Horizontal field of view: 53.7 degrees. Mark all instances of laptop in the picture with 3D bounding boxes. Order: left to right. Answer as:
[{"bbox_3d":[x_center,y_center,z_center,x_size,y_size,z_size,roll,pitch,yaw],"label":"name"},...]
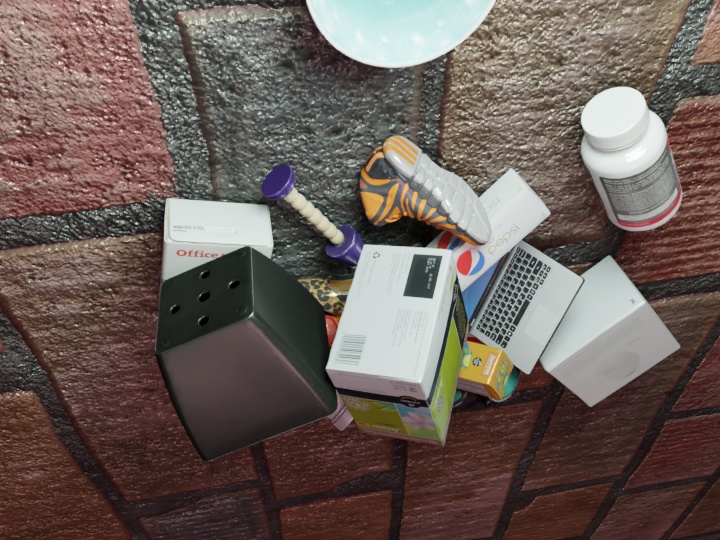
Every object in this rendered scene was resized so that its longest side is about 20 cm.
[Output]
[{"bbox_3d":[0.208,0.047,1.120,0.115,0.199,0.189,-14,133,-53],"label":"laptop"}]

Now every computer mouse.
[{"bbox_3d":[0.171,0.207,1.341,0.046,0.141,0.200,-37,180,-13],"label":"computer mouse"}]

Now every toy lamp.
[{"bbox_3d":[-0.058,-0.070,0.999,0.058,0.059,0.200,-28,135,18],"label":"toy lamp"}]

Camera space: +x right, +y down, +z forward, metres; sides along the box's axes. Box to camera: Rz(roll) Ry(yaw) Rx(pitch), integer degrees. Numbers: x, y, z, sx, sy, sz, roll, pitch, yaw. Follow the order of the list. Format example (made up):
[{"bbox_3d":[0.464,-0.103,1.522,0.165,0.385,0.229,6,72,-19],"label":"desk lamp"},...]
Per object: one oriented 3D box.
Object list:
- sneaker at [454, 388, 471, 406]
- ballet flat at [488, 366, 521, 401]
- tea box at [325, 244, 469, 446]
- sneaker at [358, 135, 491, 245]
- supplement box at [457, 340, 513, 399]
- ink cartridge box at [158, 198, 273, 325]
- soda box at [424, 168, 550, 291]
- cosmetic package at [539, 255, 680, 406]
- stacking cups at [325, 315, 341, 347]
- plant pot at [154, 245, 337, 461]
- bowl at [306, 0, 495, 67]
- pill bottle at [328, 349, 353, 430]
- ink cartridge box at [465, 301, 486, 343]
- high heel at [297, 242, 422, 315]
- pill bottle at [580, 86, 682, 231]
[{"bbox_3d":[0.146,0.201,1.253,0.087,0.076,0.199,-6,172,-33],"label":"sneaker"},{"bbox_3d":[0.253,0.172,1.276,0.073,0.200,0.075,19,128,26],"label":"ballet flat"},{"bbox_3d":[0.061,0.104,0.981,0.132,0.202,0.198,4,145,21],"label":"tea box"},{"bbox_3d":[0.082,-0.089,0.981,0.199,0.078,0.112,40,132,-11],"label":"sneaker"},{"bbox_3d":[0.140,0.145,1.147,0.198,0.067,0.069,11,154,33],"label":"supplement box"},{"bbox_3d":[-0.211,-0.001,1.013,0.142,0.085,0.201,2,139,-18],"label":"ink cartridge box"},{"bbox_3d":[0.174,-0.049,1.038,0.063,0.068,0.200,37,109,-28],"label":"soda box"},{"bbox_3d":[0.425,0.113,1.268,0.199,0.124,0.199,-38,136,16],"label":"cosmetic package"},{"bbox_3d":[-0.035,0.101,1.127,0.060,0.061,0.200,-28,167,18],"label":"stacking cups"},{"bbox_3d":[-0.161,0.090,0.932,0.197,0.201,0.178,-21,130,8],"label":"plant pot"},{"bbox_3d":[0.035,-0.317,0.697,0.198,0.106,0.202,-7,140,-6],"label":"bowl"},{"bbox_3d":[-0.085,0.159,1.111,0.199,0.104,0.105,39,128,1],"label":"pill bottle"},{"bbox_3d":[0.165,0.099,1.261,0.197,0.044,0.175,4,136,-19],"label":"ink cartridge box"},{"bbox_3d":[0.000,0.000,1.105,0.197,0.072,0.144,13,116,-15],"label":"high heel"},{"bbox_3d":[0.367,-0.151,0.971,0.110,0.112,0.200,-27,138,17],"label":"pill bottle"}]
